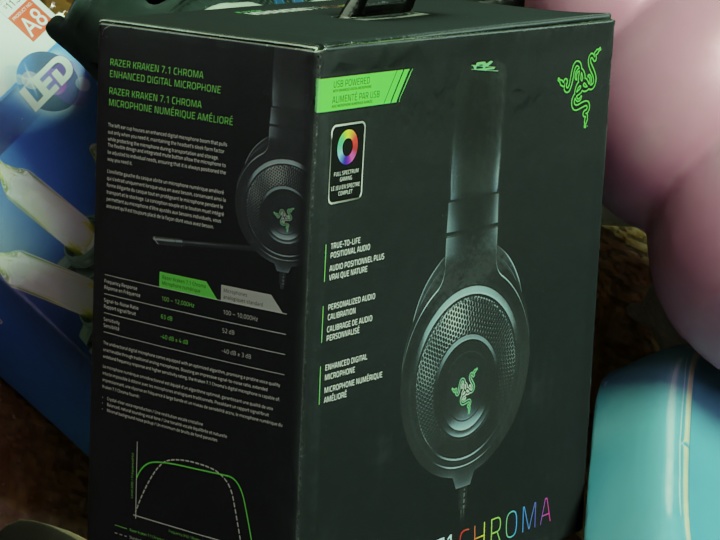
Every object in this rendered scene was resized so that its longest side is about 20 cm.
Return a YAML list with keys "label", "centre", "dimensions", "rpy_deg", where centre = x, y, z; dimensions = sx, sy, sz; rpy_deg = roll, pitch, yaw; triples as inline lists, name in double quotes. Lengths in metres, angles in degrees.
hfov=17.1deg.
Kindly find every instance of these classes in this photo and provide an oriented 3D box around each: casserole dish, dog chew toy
- label: "casserole dish"
  centre: [0.139, 0.097, 0.861]
  dimensions: [0.121, 0.039, 0.200]
  rpy_deg: [35, 30, -13]
- label: "dog chew toy"
  centre: [0.136, -0.053, 0.884]
  dimensions: [0.124, 0.125, 0.200]
  rpy_deg: [-27, 71, -35]

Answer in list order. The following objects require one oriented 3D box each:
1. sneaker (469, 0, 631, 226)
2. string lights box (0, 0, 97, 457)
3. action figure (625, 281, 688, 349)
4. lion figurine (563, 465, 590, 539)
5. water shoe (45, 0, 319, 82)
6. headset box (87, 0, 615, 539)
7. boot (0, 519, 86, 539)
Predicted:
- label: "sneaker"
  centre: [0.095, -0.076, 0.972]
  dimensions: [0.199, 0.077, 0.112]
  rpy_deg: [4, 96, 2]
- label: "string lights box"
  centre: [-0.096, -0.002, 0.893]
  dimensions: [0.200, 0.059, 0.103]
  rpy_deg: [43, 55, -5]
- label: "action figure"
  centre: [0.203, 0.032, 1.014]
  dimensions: [0.193, 0.105, 0.201]
  rpy_deg: [21, 56, -19]
- label: "lion figurine"
  centre: [0.143, 0.167, 0.914]
  dimensions: [0.122, 0.072, 0.201]
  rpy_deg: [20, 45, -60]
- label: "water shoe"
  centre: [-0.054, -0.090, 0.899]
  dimensions: [0.079, 0.200, 0.072]
  rpy_deg: [36, 98, 7]
- label: "headset box"
  centre: [0.000, 0.000, 0.800]
  dimensions: [0.174, 0.092, 0.201]
  rpy_deg: [-11, 108, -52]
- label: "boot"
  centre: [-0.094, 0.128, 0.748]
  dimensions: [0.075, 0.200, 0.074]
  rpy_deg: [22, 67, -20]
